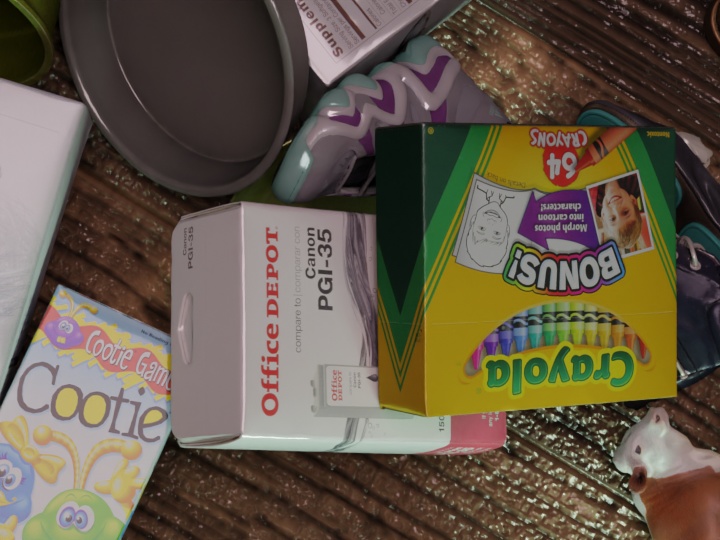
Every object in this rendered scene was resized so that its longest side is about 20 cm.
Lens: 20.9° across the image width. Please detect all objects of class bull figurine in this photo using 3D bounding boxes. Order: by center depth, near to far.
[{"bbox_3d":[0.244,0.182,1.306,0.121,0.065,0.200,-13,90,16],"label":"bull figurine"}]

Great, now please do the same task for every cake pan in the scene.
[{"bbox_3d":[-0.112,-0.147,1.258,0.037,0.200,0.200,-32,87,-45],"label":"cake pan"}]

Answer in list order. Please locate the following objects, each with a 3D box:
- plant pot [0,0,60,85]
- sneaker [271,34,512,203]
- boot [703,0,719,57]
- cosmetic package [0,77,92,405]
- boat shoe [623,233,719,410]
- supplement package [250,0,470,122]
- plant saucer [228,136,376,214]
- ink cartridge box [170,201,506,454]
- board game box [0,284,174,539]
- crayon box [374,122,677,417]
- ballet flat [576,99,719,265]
[{"bbox_3d":[-0.266,-0.248,1.249,0.200,0.200,0.193,17,70,-6],"label":"plant pot"},{"bbox_3d":[0.043,-0.068,1.251,0.140,0.078,0.200,40,45,9],"label":"sneaker"},{"bbox_3d":[0.330,-0.128,1.369,0.200,0.075,0.074,41,76,-2],"label":"boot"},{"bbox_3d":[-0.293,-0.036,1.224,0.199,0.123,0.200,16,86,-6],"label":"cosmetic package"},{"bbox_3d":[0.193,-0.013,1.316,0.093,0.075,0.200,-19,93,22],"label":"boat shoe"},{"bbox_3d":[0.011,-0.211,1.311,0.200,0.117,0.117,-39,88,-12],"label":"supplement package"},{"bbox_3d":[0.000,0.000,1.322,0.200,0.031,0.200,1,82,-9],"label":"plant saucer"},{"bbox_3d":[-0.012,0.040,1.220,0.200,0.083,0.147,4,81,-34],"label":"ink cartridge box"},{"bbox_3d":[-0.188,0.125,1.237,0.103,0.105,0.200,25,80,-5],"label":"board game box"},{"bbox_3d":[0.106,-0.003,1.208,0.200,0.058,0.173,-2,91,-33],"label":"crayon box"},{"bbox_3d":[0.231,-0.045,1.350,0.073,0.073,0.200,-39,83,-12],"label":"ballet flat"}]
